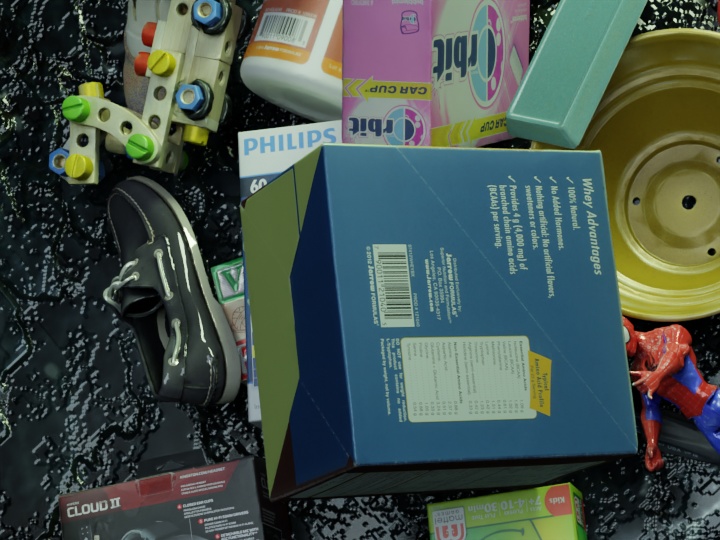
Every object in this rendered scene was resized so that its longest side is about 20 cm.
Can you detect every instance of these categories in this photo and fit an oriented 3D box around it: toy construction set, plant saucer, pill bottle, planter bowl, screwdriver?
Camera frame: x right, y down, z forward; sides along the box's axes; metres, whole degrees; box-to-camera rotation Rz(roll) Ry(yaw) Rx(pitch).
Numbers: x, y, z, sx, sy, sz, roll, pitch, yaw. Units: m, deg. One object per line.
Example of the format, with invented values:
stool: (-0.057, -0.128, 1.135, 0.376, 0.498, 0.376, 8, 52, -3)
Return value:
toy construction set: (-0.154, -0.153, 1.691, 0.130, 0.092, 0.202, 11, 103, 22)
plant saucer: (0.160, -0.178, 1.603, 0.070, 0.019, 0.201, 16, 77, 50)
pill bottle: (-0.004, -0.210, 1.695, 0.111, 0.112, 0.202, 17, 81, 19)
planter bowl: (0.217, -0.056, 1.608, 0.198, 0.083, 0.202, -4, 76, 15)
screwdriver: (0.158, 0.094, 1.621, 0.199, 0.029, 0.028, 17, 82, 23)

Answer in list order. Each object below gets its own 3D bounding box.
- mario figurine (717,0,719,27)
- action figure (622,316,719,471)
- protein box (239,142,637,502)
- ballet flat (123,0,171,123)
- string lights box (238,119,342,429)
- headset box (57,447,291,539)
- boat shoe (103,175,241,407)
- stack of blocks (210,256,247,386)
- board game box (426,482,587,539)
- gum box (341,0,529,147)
mario figurine: (0.321, -0.224, 1.640, 0.200, 0.106, 0.123, -45, 32, -10)
action figure: (0.225, 0.109, 1.528, 0.200, 0.099, 0.065, 41, 132, 5)
protein box: (0.048, 0.034, 1.499, 0.198, 0.135, 0.200, 0, 76, -26)
ballet flat: (-0.139, -0.209, 1.756, 0.068, 0.067, 0.202, 13, 80, 22)
string lights box: (-0.025, 0.004, 1.610, 0.102, 0.059, 0.202, -7, 76, 13)
headset box: (-0.121, 0.224, 1.637, 0.147, 0.077, 0.202, -13, 72, 12)
boat shoe: (-0.147, 0.012, 1.679, 0.062, 0.073, 0.201, -8, 53, -29)
stack of blocks: (0.000, 0.000, 1.668, 0.198, 0.059, 0.116, -19, 72, 10)
board game box: (0.107, 0.250, 1.581, 0.101, 0.048, 0.202, -10, 74, 13)
gum box: (0.056, -0.142, 1.598, 0.066, 0.200, 0.115, 4, 100, 23)
